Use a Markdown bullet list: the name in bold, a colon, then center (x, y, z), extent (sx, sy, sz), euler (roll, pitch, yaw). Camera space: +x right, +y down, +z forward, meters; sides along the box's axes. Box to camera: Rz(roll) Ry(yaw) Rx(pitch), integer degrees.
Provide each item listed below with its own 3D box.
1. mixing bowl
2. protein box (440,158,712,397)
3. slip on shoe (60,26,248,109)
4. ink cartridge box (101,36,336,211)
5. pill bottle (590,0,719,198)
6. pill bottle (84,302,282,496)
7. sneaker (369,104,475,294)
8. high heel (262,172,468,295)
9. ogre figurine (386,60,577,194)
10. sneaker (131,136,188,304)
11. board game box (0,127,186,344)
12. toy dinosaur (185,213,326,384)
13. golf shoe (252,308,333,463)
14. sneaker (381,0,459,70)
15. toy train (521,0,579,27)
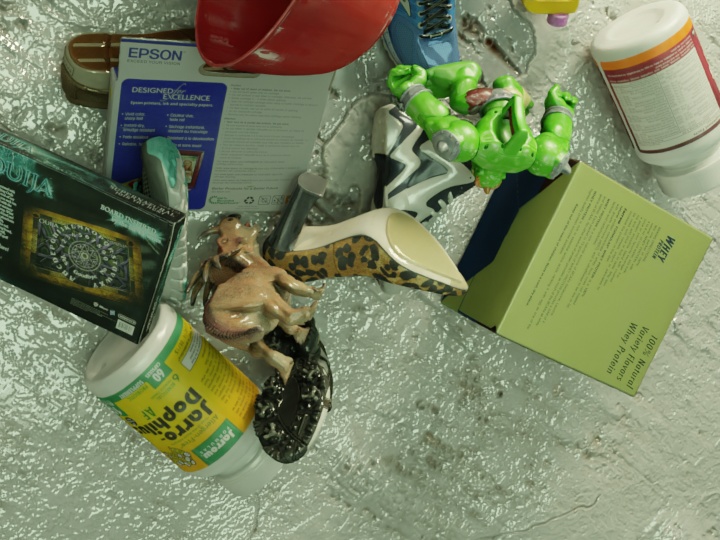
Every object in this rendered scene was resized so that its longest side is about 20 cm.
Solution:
- **mixing bowl**: center (-0.037, -0.234, 0.850), extent (0.108, 0.200, 0.200), euler (22, 94, -33)
- **protein box**: center (0.236, 0.000, 1.165), extent (0.200, 0.135, 0.199), euler (25, 93, -25)
- **slip on shoe**: center (-0.180, -0.182, 0.994), extent (0.200, 0.076, 0.061), euler (-8, 146, -28)
- **ink cartridge box**: center (-0.135, -0.137, 0.978), extent (0.197, 0.047, 0.200), euler (0, 135, -21)
- **pill bottle**: center (0.343, -0.188, 1.174), extent (0.110, 0.110, 0.200), euler (-36, 114, -10)
- **pill bottle**: center (-0.166, 0.134, 1.048), extent (0.113, 0.113, 0.200), euler (-45, 116, -6)
- **sneaker**: center (0.078, -0.074, 1.111), extent (0.129, 0.079, 0.199), euler (-1, 94, -13)
- **high heel**: center (0.000, 0.000, 1.060), extent (0.200, 0.071, 0.143), euler (31, 133, 1)
- **ogre figurine**: center (0.129, -0.146, 1.040), extent (0.200, 0.120, 0.098), euler (22, 131, -31)
- **sneaker**: center (-0.206, -0.039, 0.975), extent (0.091, 0.078, 0.200), euler (-1, 136, -12)
- **board game box**: center (-0.265, -0.033, 0.937), extent (0.200, 0.028, 0.135), euler (25, 119, 2)
- **toy dinosaur**: center (-0.111, 0.030, 0.978), extent (0.135, 0.200, 0.086), euler (22, 112, -1)
- **golf shoe**: center (-0.055, 0.129, 1.053), extent (0.078, 0.200, 0.095), euler (-16, 124, 12)
- **sneaker**: center (0.061, -0.275, 1.047), extent (0.078, 0.089, 0.200), euler (-22, 110, -14)
- **toy train**: center (0.204, -0.341, 1.089), extent (0.200, 0.056, 0.150), euler (20, 123, -26)
